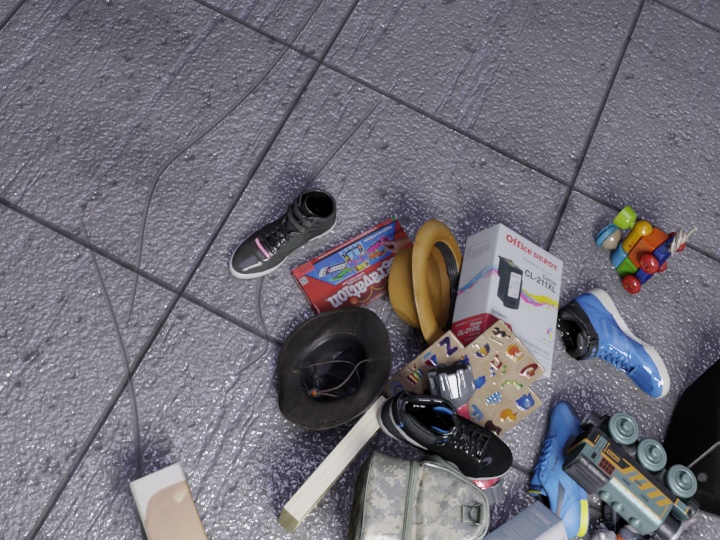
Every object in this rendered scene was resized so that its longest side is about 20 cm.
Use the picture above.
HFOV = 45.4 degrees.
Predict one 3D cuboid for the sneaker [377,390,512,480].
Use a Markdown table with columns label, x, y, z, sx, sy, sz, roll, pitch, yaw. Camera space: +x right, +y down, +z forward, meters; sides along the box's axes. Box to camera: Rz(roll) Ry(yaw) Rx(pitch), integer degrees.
| label | x | y | z | sx | sy | sz | roll | pitch | yaw |
| --- | --- | --- | --- | --- | --- | --- | --- | --- | --- |
| sneaker | 0.124 | 0.218 | 1.112 | 0.198 | 0.112 | 0.074 | 24 | 71 | -9 |

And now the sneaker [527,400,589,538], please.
| label | x | y | z | sx | sy | sz | roll | pitch | yaw |
| --- | --- | --- | --- | --- | --- | --- | --- | --- | --- |
| sneaker | 0.285 | 0.287 | 1.258 | 0.077 | 0.066 | 0.203 | 5 | 65 | -4 |

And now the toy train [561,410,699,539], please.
| label | x | y | z | sx | sy | sz | roll | pitch | yaw |
| --- | --- | --- | --- | --- | --- | --- | --- | --- | --- |
| toy train | 0.375 | 0.288 | 1.195 | 0.200 | 0.085 | 0.114 | 42 | 59 | 8 |

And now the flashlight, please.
| label | x | y | z | sx | sy | sz | roll | pitch | yaw |
| --- | --- | --- | --- | --- | --- | --- | --- | --- | --- |
| flashlight | 0.152 | 0.231 | 1.210 | 0.067 | 0.067 | 0.203 | -19 | 101 | -40 |

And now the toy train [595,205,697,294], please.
| label | x | y | z | sx | sy | sz | roll | pitch | yaw |
| --- | --- | --- | --- | --- | --- | --- | --- | --- | --- |
| toy train | 0.453 | -0.059 | 1.372 | 0.084 | 0.201 | 0.116 | -34 | 70 | -22 |

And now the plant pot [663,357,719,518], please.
| label | x | y | z | sx | sy | sz | roll | pitch | yaw |
| --- | --- | --- | --- | --- | --- | --- | --- | --- | --- |
| plant pot | 0.566 | 0.245 | 1.268 | 0.197 | 0.201 | 0.179 | 17 | 52 | -2 |

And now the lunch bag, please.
| label | x | y | z | sx | sy | sz | roll | pitch | yaw |
| --- | --- | --- | --- | --- | --- | --- | --- | --- | --- |
| lunch bag | 0.074 | 0.324 | 1.132 | 0.165 | 0.200 | 0.141 | 11 | 66 | -1 |

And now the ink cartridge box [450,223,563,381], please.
| label | x | y | z | sx | sy | sz | roll | pitch | yaw |
| --- | --- | --- | --- | --- | --- | --- | --- | --- | --- |
| ink cartridge box | 0.224 | 0.052 | 1.315 | 0.145 | 0.082 | 0.203 | 27 | 61 | -26 |

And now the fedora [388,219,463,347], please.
| label | x | y | z | sx | sy | sz | roll | pitch | yaw |
| --- | --- | --- | --- | --- | --- | --- | --- | --- | --- |
| fedora | 0.096 | 0.026 | 1.310 | 0.081 | 0.201 | 0.203 | -4 | 59 | 31 |

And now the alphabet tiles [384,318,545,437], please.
| label | x | y | z | sx | sy | sz | roll | pitch | yaw |
| --- | --- | --- | --- | --- | --- | --- | --- | --- | --- |
| alphabet tiles | 0.156 | 0.167 | 1.228 | 0.200 | 0.008 | 0.167 | -41 | 94 | 16 |

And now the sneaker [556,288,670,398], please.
| label | x | y | z | sx | sy | sz | roll | pitch | yaw |
| --- | --- | --- | --- | --- | --- | --- | --- | --- | --- |
| sneaker | 0.383 | 0.128 | 1.338 | 0.110 | 0.077 | 0.201 | -22 | 67 | -25 |

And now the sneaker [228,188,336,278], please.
| label | x | y | z | sx | sy | sz | roll | pitch | yaw |
| --- | --- | --- | --- | --- | --- | --- | --- | --- | --- |
| sneaker | -0.117 | -0.064 | 1.324 | 0.199 | 0.099 | 0.071 | -32 | 76 | -20 |

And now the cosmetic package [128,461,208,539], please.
| label | x | y | z | sx | sy | sz | roll | pitch | yaw |
| --- | --- | --- | --- | --- | --- | --- | --- | --- | --- |
| cosmetic package | -0.230 | 0.362 | 1.109 | 0.070 | 0.105 | 0.202 | -20 | 72 | -18 |

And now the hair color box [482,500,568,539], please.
| label | x | y | z | sx | sy | sz | roll | pitch | yaw |
| --- | --- | --- | --- | --- | --- | --- | --- | --- | --- |
| hair color box | 0.189 | 0.410 | 1.153 | 0.198 | 0.060 | 0.100 | -29 | 115 | -17 |

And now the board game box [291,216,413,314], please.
| label | x | y | z | sx | sy | sz | roll | pitch | yaw |
| --- | --- | --- | --- | --- | --- | --- | --- | --- | --- |
| board game box | 0.000 | 0.000 | 1.361 | 0.198 | 0.019 | 0.104 | -29 | 75 | -21 |

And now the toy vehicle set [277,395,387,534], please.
| label | x | y | z | sx | sy | sz | roll | pitch | yaw |
| --- | --- | --- | --- | --- | --- | --- | --- | --- | --- |
| toy vehicle set | -0.034 | 0.267 | 1.175 | 0.026 | 0.125 | 0.200 | 40 | 65 | 9 |

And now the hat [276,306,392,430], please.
| label | x | y | z | sx | sy | sz | roll | pitch | yaw |
| --- | --- | --- | --- | --- | --- | --- | --- | --- | --- |
| hat | -0.027 | 0.153 | 1.242 | 0.198 | 0.081 | 0.203 | -16 | 48 | 18 |

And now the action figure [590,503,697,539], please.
| label | x | y | z | sx | sy | sz | roll | pitch | yaw |
| --- | --- | --- | --- | --- | --- | --- | --- | --- | --- |
| action figure | 0.408 | 0.376 | 1.222 | 0.191 | 0.105 | 0.203 | 5 | 68 | -19 |
